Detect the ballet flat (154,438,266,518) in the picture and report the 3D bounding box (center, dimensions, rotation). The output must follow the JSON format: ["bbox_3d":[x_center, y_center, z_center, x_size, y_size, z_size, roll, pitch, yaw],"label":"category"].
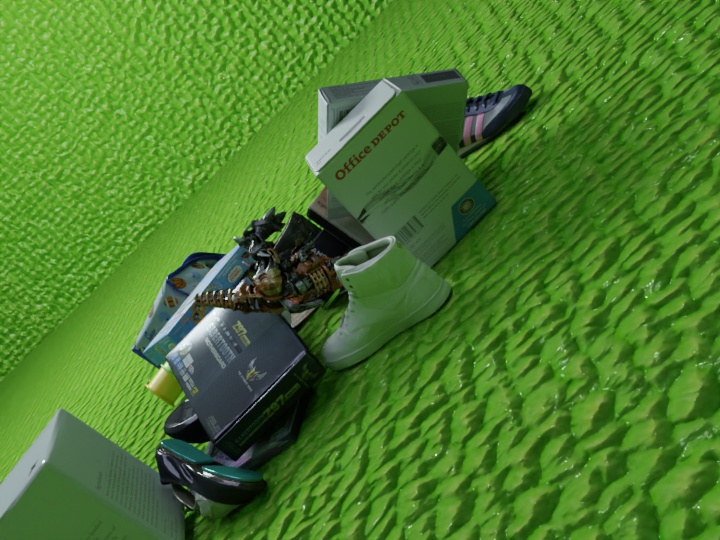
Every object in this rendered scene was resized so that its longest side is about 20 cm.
[{"bbox_3d":[-0.182,0.257,1.123,0.198,0.073,0.073,8,53,46],"label":"ballet flat"}]

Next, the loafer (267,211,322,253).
[{"bbox_3d":[-0.157,-0.026,1.680,0.200,0.072,0.073,-43,19,13],"label":"loafer"}]

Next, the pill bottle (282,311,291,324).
[{"bbox_3d":[-0.180,0.103,1.364,0.199,0.104,0.105,-38,18,45],"label":"pill bottle"}]

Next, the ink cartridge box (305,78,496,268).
[{"bbox_3d":[0.050,-0.113,1.169,0.144,0.200,0.084,-43,26,4],"label":"ink cartridge box"}]

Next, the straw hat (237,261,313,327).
[{"bbox_3d":[-0.145,0.023,1.467,0.199,0.086,0.202,-30,24,15],"label":"straw hat"}]

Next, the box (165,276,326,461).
[{"bbox_3d":[-0.150,0.118,1.181,0.157,0.051,0.200,-43,40,-1],"label":"box"}]

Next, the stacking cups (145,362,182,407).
[{"bbox_3d":[-0.268,0.121,1.522,0.202,0.060,0.060,-56,19,-11],"label":"stacking cups"}]

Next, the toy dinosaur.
[{"bbox_3d":[-0.105,0.004,1.164,0.137,0.196,0.103,-109,26,-44],"label":"toy dinosaur"}]

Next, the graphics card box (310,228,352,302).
[{"bbox_3d":[-0.014,-0.055,1.365,0.201,0.050,0.126,-52,-10,-25],"label":"graphics card box"}]

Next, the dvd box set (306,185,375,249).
[{"bbox_3d":[0.036,-0.113,1.311,0.201,0.145,0.029,-55,-4,-26],"label":"dvd box set"}]

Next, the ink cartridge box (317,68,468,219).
[{"bbox_3d":[0.040,-0.167,1.243,0.196,0.176,0.044,-12,41,-18],"label":"ink cartridge box"}]

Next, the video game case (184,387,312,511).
[{"bbox_3d":[-0.140,0.213,1.210,0.199,0.019,0.144,-37,20,26],"label":"video game case"}]

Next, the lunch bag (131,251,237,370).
[{"bbox_3d":[-0.300,0.068,1.675,0.171,0.123,0.200,-57,-4,26],"label":"lunch bag"}]

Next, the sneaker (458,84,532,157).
[{"bbox_3d":[0.159,-0.228,1.379,0.199,0.082,0.071,-32,21,38],"label":"sneaker"}]

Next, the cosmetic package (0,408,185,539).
[{"bbox_3d":[-0.336,0.309,1.120,0.165,0.199,0.165,-50,17,4],"label":"cosmetic package"}]

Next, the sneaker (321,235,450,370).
[{"bbox_3d":[-0.001,0.034,1.120,0.199,0.115,0.074,-37,21,31],"label":"sneaker"}]

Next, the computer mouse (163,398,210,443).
[{"bbox_3d":[-0.171,0.179,1.250,0.198,0.053,0.139,-29,19,10],"label":"computer mouse"}]

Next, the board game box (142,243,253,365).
[{"bbox_3d":[-0.244,0.048,1.440,0.201,0.036,0.151,-55,12,-28],"label":"board game box"}]
